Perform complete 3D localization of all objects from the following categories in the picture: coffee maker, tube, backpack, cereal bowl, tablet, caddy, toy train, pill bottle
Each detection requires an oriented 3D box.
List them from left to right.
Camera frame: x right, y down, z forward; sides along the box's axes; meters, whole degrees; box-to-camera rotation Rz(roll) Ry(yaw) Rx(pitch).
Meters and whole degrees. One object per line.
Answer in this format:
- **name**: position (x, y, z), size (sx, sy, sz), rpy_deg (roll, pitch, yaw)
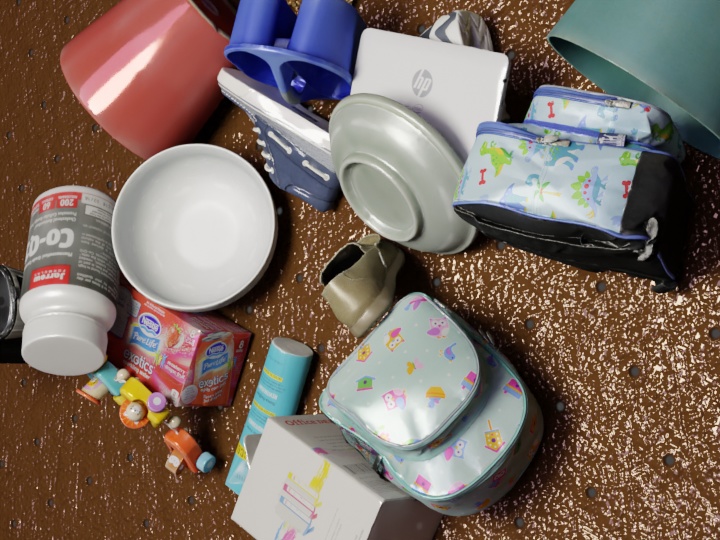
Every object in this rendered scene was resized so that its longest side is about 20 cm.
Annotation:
- **coffee maker**: position (-0.434, 0.072, 1.576), size (0.192, 0.199, 0.135), rpy_deg (-48, 59, 24)
- **pill bottle**: position (-0.343, 0.012, 1.434), size (0.113, 0.113, 0.202), rpy_deg (-26, 51, 33)
- **toy train**: position (-0.270, 0.177, 1.460), size (0.199, 0.151, 0.056), rpy_deg (32, 66, 26)
- **cereal bowl**: position (-0.192, -0.046, 1.450), size (0.197, 0.083, 0.203), rpy_deg (-1, 80, 7)
- **tube**: position (-0.107, 0.180, 1.413), size (0.077, 0.050, 0.203), rpy_deg (31, 110, 43)
- **caddy**: position (-0.068, -0.236, 1.326), size (0.139, 0.200, 0.107), rpy_deg (12, 88, 12)
- **tablet**: position (0.063, -0.169, 1.232), size (0.199, 0.014, 0.132), rpy_deg (20, 106, 40)
- **backpack**: position (0.075, 0.136, 1.196), size (0.200, 0.154, 0.176), rpy_deg (40, 81, 24)
- **backpack**: position (0.196, -0.081, 1.102), size (0.198, 0.183, 0.149), rpy_deg (12, 83, 25)

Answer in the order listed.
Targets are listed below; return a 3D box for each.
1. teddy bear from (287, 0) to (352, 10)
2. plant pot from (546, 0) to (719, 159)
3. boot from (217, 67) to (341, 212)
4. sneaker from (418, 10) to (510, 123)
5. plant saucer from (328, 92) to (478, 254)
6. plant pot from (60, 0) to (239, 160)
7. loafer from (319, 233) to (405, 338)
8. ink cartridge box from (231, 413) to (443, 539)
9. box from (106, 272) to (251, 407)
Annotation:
- **teddy bear**: position (-0.084, -0.354, 1.439), size (0.198, 0.066, 0.147), rpy_deg (-6, 91, 31)
- **plant pot**: position (0.289, -0.216, 1.053), size (0.200, 0.200, 0.162), rpy_deg (39, 98, 33)
- **boot**: position (-0.098, -0.152, 1.398), size (0.199, 0.073, 0.091), rpy_deg (34, 110, 20)
- **sneaker**: position (0.083, -0.160, 1.277), size (0.129, 0.079, 0.202), rpy_deg (-17, 82, 43)
- **plant saucer**: position (0.032, -0.086, 1.244), size (0.199, 0.202, 0.050), rpy_deg (24, 55, 37)
- **plant pot**: position (-0.236, -0.261, 1.472), size (0.177, 0.200, 0.202), rpy_deg (-42, 62, 17)
- **loafer**: position (0.000, 0.000, 1.264), size (0.067, 0.200, 0.076), rpy_deg (44, 103, -12)
- **ink cartridge box**: position (-0.031, 0.244, 1.292), size (0.199, 0.128, 0.127), rpy_deg (30, 104, 36)
- **box**: position (-0.240, 0.083, 1.489), size (0.199, 0.095, 0.101), rpy_deg (26, 102, 37)
